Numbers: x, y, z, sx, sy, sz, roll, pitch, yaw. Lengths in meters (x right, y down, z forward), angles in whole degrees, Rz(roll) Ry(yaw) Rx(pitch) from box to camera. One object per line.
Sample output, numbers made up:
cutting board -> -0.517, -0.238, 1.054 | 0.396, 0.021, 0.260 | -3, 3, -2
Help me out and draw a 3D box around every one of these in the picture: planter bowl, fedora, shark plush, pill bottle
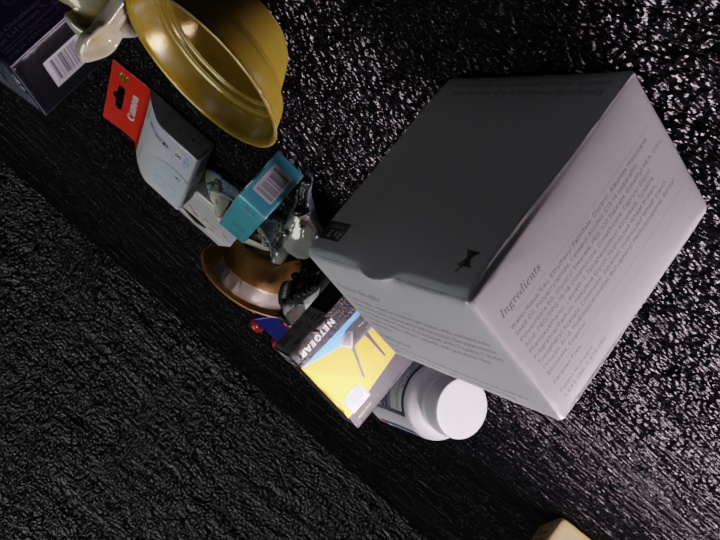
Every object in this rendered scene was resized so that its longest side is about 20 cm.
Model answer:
planter bowl -> -0.133, -0.226, 0.887 | 0.200, 0.084, 0.201 | 38, 164, 13
fedora -> -0.158, -0.006, 1.428 | 0.199, 0.082, 0.201 | 29, -157, -13
shark plush -> -0.088, -0.073, 1.194 | 0.090, 0.084, 0.200 | -5, 157, 4
pill bottle -> 0.103, 0.196, 1.364 | 0.120, 0.120, 0.200 | 47, 162, -21

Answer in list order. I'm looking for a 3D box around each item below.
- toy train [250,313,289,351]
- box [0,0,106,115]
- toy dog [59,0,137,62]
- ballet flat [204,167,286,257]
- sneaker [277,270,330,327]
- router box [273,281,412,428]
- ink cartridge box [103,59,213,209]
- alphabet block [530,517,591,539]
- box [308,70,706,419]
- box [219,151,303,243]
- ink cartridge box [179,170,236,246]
toy train -> -0.112, 0.092, 1.613 | 0.084, 0.117, 0.200 | -8, 144, 28
box -> -0.472, -0.340, 1.247 | 0.199, 0.148, 0.105 | 33, 162, 23
toy dog -> -0.300, -0.343, 0.927 | 0.200, 0.140, 0.194 | 41, -160, -4
ballet flat -> -0.188, -0.088, 1.389 | 0.199, 0.074, 0.074 | 35, 163, 20
sneaker -> -0.064, 0.035, 1.250 | 0.097, 0.071, 0.201 | 26, 145, -7
router box -> 0.008, 0.074, 1.126 | 0.149, 0.200, 0.051 | 49, 164, -29
ink cartridge box -> -0.329, -0.207, 1.375 | 0.200, 0.047, 0.160 | 40, 148, -1
alphabet block -> 0.377, 0.609, 1.657 | 0.195, 0.200, 0.197 | 37, 163, 10
box -> 0.103, -0.029, 0.651 | 0.131, 0.200, 0.198 | 48, 163, -30
box -> -0.142, -0.097, 1.235 | 0.049, 0.082, 0.200 | 42, 164, -7
ink cartridge box -> -0.277, -0.125, 1.534 | 0.200, 0.045, 0.176 | 41, 162, 3
